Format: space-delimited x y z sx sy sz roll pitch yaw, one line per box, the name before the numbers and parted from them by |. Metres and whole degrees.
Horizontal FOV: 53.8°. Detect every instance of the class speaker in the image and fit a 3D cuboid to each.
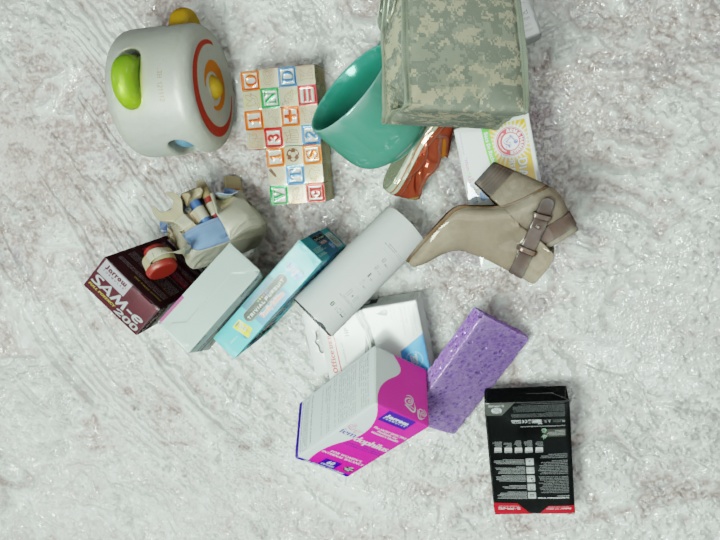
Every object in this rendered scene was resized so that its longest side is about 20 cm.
speaker | 0.000 0.000 1.044 0.081 0.081 0.200 44 83 1

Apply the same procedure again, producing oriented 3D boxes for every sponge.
sponge | 0.157 0.156 1.071 0.111 0.030 0.200 24 107 -35

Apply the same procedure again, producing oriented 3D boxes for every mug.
mug | 0.034 -0.230 0.992 0.114 0.152 0.185 39 98 -26

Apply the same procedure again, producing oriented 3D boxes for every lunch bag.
lunch bag | 0.110 -0.284 0.875 0.164 0.118 0.201 -1 89 -14

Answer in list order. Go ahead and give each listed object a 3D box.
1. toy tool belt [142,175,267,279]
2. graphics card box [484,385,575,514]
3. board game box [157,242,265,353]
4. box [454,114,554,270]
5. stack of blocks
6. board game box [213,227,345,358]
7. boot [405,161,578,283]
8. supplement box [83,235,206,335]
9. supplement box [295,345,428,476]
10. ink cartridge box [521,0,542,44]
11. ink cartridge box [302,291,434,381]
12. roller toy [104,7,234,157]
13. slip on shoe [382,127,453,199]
toy tool belt | -0.248 -0.072 1.068 0.123 0.200 0.125 60 150 16
graphics card box | 0.258 0.275 1.081 0.125 0.051 0.200 -5 110 13
board game box | -0.210 0.045 1.047 0.064 0.200 0.148 42 83 2
box | 0.203 -0.113 1.000 0.101 0.112 0.200 -11 97 14
stack of blocks | -0.109 -0.202 1.073 0.115 0.059 0.200 -3 100 12
board game box | -0.119 0.029 1.071 0.047 0.151 0.200 44 105 2
boot | 0.176 -0.037 0.927 0.146 0.070 0.200 43 109 1
supplement box | -0.313 0.016 1.082 0.109 0.200 0.061 43 107 1
supplement box | 0.000 0.214 1.059 0.101 0.104 0.200 27 130 -25
ink cartridge box | 0.146 -0.388 0.974 0.146 0.086 0.200 -19 98 14
ink cartridge box | 0.005 0.109 1.104 0.200 0.067 0.116 -10 99 13
roller toy | -0.265 -0.262 1.032 0.139 0.200 0.183 -3 135 12
slip on shoe | 0.106 -0.192 1.033 0.061 0.074 0.200 25 103 -22
